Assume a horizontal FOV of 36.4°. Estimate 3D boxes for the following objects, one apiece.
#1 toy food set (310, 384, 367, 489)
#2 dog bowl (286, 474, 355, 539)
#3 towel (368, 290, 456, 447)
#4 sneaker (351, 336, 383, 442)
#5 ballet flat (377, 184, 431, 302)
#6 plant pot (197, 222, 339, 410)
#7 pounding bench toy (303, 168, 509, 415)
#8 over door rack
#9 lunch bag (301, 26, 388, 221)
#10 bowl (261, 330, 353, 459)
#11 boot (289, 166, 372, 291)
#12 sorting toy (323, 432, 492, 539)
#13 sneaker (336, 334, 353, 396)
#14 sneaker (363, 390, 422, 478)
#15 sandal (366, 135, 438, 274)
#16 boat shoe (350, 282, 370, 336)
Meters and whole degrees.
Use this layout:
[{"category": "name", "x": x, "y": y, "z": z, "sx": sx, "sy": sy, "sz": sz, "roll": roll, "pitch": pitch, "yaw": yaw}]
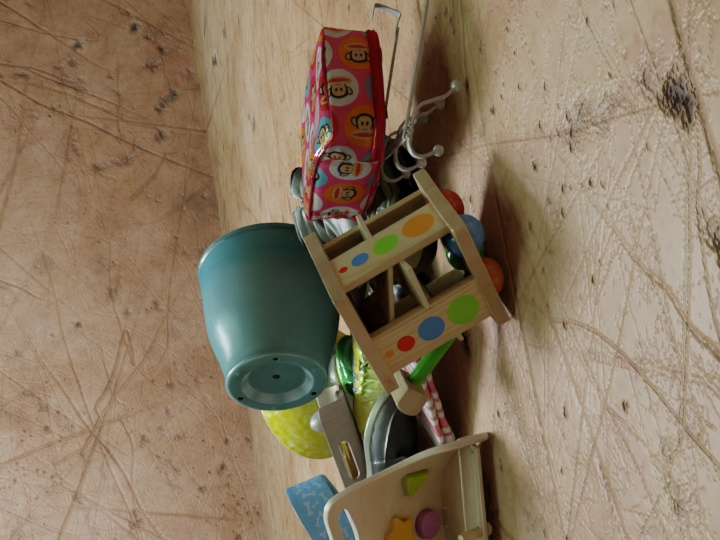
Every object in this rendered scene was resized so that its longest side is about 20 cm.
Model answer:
[{"category": "toy food set", "x": -0.025, "y": 0.231, "z": 1.409, "sx": 0.200, "sy": 0.060, "sz": 0.145, "roll": -166, "pitch": 56, "yaw": -88}, {"category": "dog bowl", "x": -0.023, "y": 0.332, "z": 1.375, "sx": 0.112, "sy": 0.049, "sz": 0.201, "roll": 53, "pitch": 175, "yaw": 50}, {"category": "towel", "x": 0.068, "y": 0.123, "z": 1.253, "sx": 0.147, "sy": 0.030, "sz": 0.202, "roll": -122, "pitch": 11, "yaw": -58}, {"category": "sneaker", "x": 0.015, "y": 0.128, "z": 1.370, "sx": 0.077, "sy": 0.075, "sz": 0.202, "roll": 56, "pitch": -157, "yaw": -49}, {"category": "ballet flat", "x": 0.052, "y": -0.052, "z": 1.312, "sx": 0.056, "sy": 0.066, "sz": 0.202, "roll": -19, "pitch": 73, "yaw": 32}, {"category": "plant pot", "x": -0.114, "y": 0.073, "z": 1.452, "sx": 0.201, "sy": 0.197, "sz": 0.190, "roll": 100, "pitch": 166, "yaw": -50}, {"category": "pounding bench toy", "x": 0.066, "y": 0.031, "z": 1.078, "sx": 0.201, "sy": 0.155, "sz": 0.125, "roll": 60, "pitch": -179, "yaw": -34}, {"category": "over door rack", "x": 0.058, "y": -0.205, "z": 1.158, "sx": 0.148, "sy": 0.066, "sz": 0.203, "roll": 153, "pitch": 116, "yaw": -77}, {"category": "lunch bag", "x": -0.024, "y": -0.166, "z": 1.200, "sx": 0.200, "sy": 0.081, "sz": 0.178, "roll": 110, "pitch": 157, "yaw": -62}, {"category": "bowl", "x": -0.041, "y": 0.161, "z": 1.573, "sx": 0.107, "sy": 0.199, "sz": 0.203, "roll": -26, "pitch": 67, "yaw": 42}, {"category": "boot", "x": -0.017, "y": -0.044, "z": 1.381, "sx": 0.130, "sy": 0.067, "sz": 0.203, "roll": -14, "pitch": 84, "yaw": 32}, {"category": "sorting toy", "x": 0.046, "y": 0.279, "z": 1.146, "sx": 0.106, "sy": 0.178, "sz": 0.203, "roll": -1, "pitch": 95, "yaw": 59}, {"category": "sneaker", "x": 0.025, "y": 0.169, "z": 1.468, "sx": 0.084, "sy": 0.073, "sz": 0.202, "roll": 104, "pitch": 147, "yaw": -61}, {"category": "sneaker", "x": 0.064, "y": 0.232, "z": 1.265, "sx": 0.105, "sy": 0.074, "sz": 0.202, "roll": 19, "pitch": 117, "yaw": 35}, {"category": "sandal", "x": 0.039, "y": -0.069, "z": 1.252, "sx": 0.057, "sy": 0.080, "sz": 0.202, "roll": -34, "pitch": 42, "yaw": 26}, {"category": "boat shoe", "x": 0.000, "y": 0.000, "z": 1.458, "sx": 0.073, "sy": 0.064, "sz": 0.202, "roll": -53, "pitch": -27, "yaw": -62}]
